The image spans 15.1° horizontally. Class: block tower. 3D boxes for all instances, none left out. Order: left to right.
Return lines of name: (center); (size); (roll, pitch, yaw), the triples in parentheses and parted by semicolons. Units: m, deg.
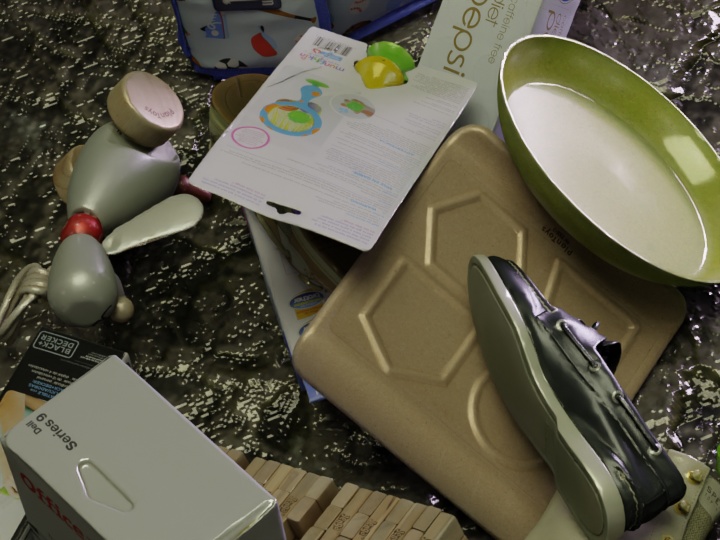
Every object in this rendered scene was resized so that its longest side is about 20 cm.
block tower: (-0.021, 0.153, 1.545); (0.200, 0.054, 0.058); (15, 54, 40)

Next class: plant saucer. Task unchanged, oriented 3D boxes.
plant saucer: (0.157, -0.062, 1.674); (0.200, 0.031, 0.200); (29, 34, -21)

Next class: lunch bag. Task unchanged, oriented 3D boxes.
lunch bag: (-0.041, -0.231, 1.814); (0.200, 0.170, 0.124); (-26, 48, -14)

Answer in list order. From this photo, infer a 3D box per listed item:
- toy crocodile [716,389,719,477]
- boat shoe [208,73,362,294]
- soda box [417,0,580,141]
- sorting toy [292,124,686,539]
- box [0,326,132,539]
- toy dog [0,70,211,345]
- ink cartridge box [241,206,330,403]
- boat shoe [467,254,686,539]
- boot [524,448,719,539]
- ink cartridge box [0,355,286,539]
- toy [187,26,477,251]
toy crocodile: (0.247, 0.071, 1.572); (0.062, 0.068, 0.200); (9, 32, 17)
boat shoe: (-0.032, -0.037, 1.687); (0.073, 0.063, 0.201); (-23, 57, -31)
soda box: (0.099, -0.176, 1.747); (0.068, 0.064, 0.200); (24, 98, 24)
sorting toy: (0.078, 0.039, 1.621); (0.185, 0.036, 0.200); (40, 63, -6)
box: (-0.195, 0.147, 1.568); (0.060, 0.117, 0.200); (17, 54, 17)
toy dog: (-0.144, -0.027, 1.716); (0.096, 0.132, 0.200); (29, 57, -18)
ink cartridge box: (0.000, 0.000, 1.705); (0.119, 0.042, 0.200); (-16, 49, -5)
boat shoe: (0.123, 0.064, 1.541); (0.066, 0.075, 0.199); (-17, 48, -15)
boot: (0.172, 0.181, 1.516); (0.200, 0.072, 0.155); (22, 56, 28)
ink cartridge box: (-0.106, 0.164, 1.485); (0.084, 0.200, 0.146); (-38, 56, -22)
toy: (-0.016, -0.071, 1.646); (0.115, 0.047, 0.200); (20, 41, 11)
